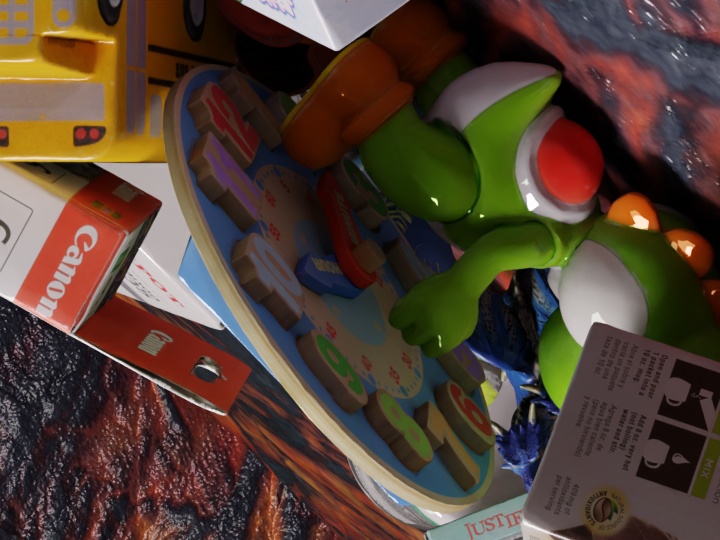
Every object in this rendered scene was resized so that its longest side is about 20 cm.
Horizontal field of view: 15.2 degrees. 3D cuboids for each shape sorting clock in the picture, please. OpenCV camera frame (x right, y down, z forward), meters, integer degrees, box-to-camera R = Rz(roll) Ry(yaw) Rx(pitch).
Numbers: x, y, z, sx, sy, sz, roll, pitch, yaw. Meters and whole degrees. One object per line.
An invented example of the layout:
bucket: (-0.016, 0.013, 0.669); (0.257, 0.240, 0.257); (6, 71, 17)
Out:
shape sorting clock: (-0.008, 0.004, 1.044); (0.200, 0.039, 0.200); (44, -158, -22)

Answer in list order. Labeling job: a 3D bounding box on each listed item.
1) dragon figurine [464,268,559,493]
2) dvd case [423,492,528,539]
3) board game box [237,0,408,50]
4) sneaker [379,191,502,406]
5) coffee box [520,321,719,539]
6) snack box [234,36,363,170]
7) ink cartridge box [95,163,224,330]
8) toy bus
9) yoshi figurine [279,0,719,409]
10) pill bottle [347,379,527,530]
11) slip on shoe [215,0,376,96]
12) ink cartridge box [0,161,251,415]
dragon figurine: (0.075, 0.024, 1.199); (0.100, 0.059, 0.201); (53, -164, -50)
dvd case: (0.113, 0.140, 1.377); (0.200, 0.145, 0.022); (69, -179, -67)
board game box: (-0.081, -0.187, 0.893); (0.199, 0.041, 0.201); (31, 153, 52)
sneaker: (0.000, 0.000, 1.252); (0.200, 0.075, 0.106); (48, -159, -59)
coffee box: (0.163, 0.099, 0.939); (0.199, 0.080, 0.113); (18, 163, 12)
snack box: (-0.068, -0.121, 1.186); (0.200, 0.037, 0.116); (44, -174, -5)
ink cartridge box: (-0.128, -0.061, 1.278); (0.147, 0.083, 0.200); (46, 166, -26)
toy bus: (-0.104, -0.081, 1.034); (0.065, 0.079, 0.200); (2, -178, 13)
yoshi figurine: (0.063, -0.006, 1.039); (0.200, 0.113, 0.112); (40, 178, 6)
pill bottle: (0.052, 0.086, 1.459); (0.113, 0.113, 0.200); (44, 171, -5)
slip on shoe: (-0.025, -0.116, 1.035); (0.074, 0.061, 0.200); (43, 170, 9)
ink cartridge box: (-0.125, -0.019, 1.074); (0.199, 0.051, 0.109); (29, -172, -1)
